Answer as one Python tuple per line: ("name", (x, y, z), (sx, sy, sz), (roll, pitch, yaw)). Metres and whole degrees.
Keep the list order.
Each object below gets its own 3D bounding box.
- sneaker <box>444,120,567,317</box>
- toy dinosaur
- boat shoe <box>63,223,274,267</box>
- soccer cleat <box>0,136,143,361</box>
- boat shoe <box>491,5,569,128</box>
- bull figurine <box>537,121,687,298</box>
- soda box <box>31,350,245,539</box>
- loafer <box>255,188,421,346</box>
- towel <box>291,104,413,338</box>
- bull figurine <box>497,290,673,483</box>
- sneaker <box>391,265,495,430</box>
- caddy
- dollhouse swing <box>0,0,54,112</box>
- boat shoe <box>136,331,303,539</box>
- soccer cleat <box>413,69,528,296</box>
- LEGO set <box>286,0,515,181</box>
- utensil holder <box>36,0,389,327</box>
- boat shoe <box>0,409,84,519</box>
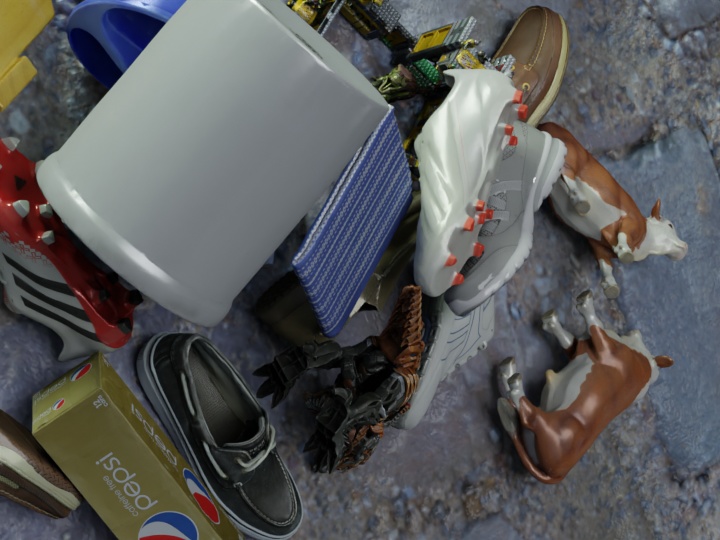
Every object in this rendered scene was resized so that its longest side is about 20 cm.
("sneaker", (0.103, -0.048, 1.632), (0.082, 0.075, 0.201), (34, 54, -13))
("toy dinosaur", (-0.002, 0.087, 1.540), (0.135, 0.102, 0.201), (-14, 122, -41))
("boat shoe", (-0.150, -0.046, 1.506), (0.199, 0.073, 0.066), (14, 80, -35))
("soccer cleat", (-0.243, -0.013, 1.424), (0.200, 0.085, 0.069), (53, 29, -25))
("boat shoe", (0.127, -0.156, 1.724), (0.067, 0.072, 0.201), (35, 68, -30))
("bull figurine", (0.217, -0.052, 1.771), (0.200, 0.065, 0.122), (39, 30, -18))
("soda box", (-0.163, 0.162, 1.450), (0.064, 0.068, 0.200), (-33, 113, 5))
("loafer", (0.000, 0.000, 1.614), (0.200, 0.076, 0.068), (-37, 106, -23))
("towel", (-0.006, -0.036, 1.477), (0.024, 0.200, 0.145), (25, 77, 13))
("bull figurine", (0.199, 0.098, 1.741), (0.122, 0.065, 0.200), (53, 54, -14))
("sneaker", (0.076, 0.052, 1.662), (0.087, 0.074, 0.201), (39, 64, -31))
("caddy", (-0.130, -0.160, 1.494), (0.200, 0.141, 0.105), (37, 61, -26))
("dollhouse swing", (-0.345, -0.193, 1.406), (0.181, 0.176, 0.200), (-33, 109, 9))
("boat shoe", (-0.102, 0.134, 1.519), (0.072, 0.071, 0.200), (-47, 112, -31))
("soccer cleat", (0.073, -0.072, 1.567), (0.069, 0.077, 0.201), (64, 44, -63))
("LEGO set", (0.036, -0.172, 1.630), (0.200, 0.116, 0.154), (49, 59, -20))
("utensil holder", (-0.100, -0.090, 1.365), (0.170, 0.170, 0.200), (38, 99, -26))
("boat shoe", (-0.291, 0.129, 1.393), (0.075, 0.075, 0.202), (-48, 119, 1))
